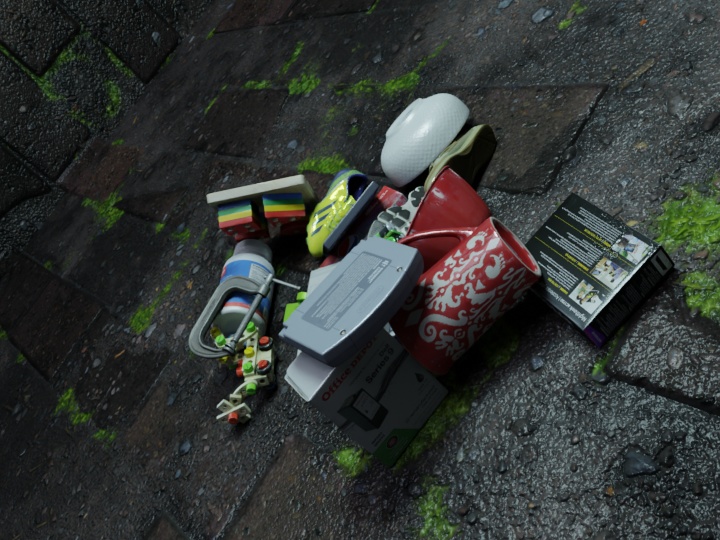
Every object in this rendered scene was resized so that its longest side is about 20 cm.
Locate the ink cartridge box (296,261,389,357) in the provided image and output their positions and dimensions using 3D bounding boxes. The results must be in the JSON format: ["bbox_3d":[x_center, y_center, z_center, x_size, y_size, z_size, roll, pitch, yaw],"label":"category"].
[{"bbox_3d":[-0.025,0.073,1.378,0.159,0.050,0.203,-18,45,29],"label":"ink cartridge box"}]

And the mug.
[{"bbox_3d":[0.133,0.020,1.149,0.200,0.177,0.134,-43,22,20],"label":"mug"}]

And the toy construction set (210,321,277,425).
[{"bbox_3d":[-0.217,0.180,1.500,0.128,0.093,0.203,-12,51,6],"label":"toy construction set"}]

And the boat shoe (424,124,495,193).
[{"bbox_3d":[0.165,-0.186,1.436,0.062,0.074,0.202,1,43,47],"label":"boat shoe"}]

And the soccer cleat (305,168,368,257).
[{"bbox_3d":[-0.046,-0.118,1.634,0.082,0.065,0.203,7,63,35],"label":"soccer cleat"}]

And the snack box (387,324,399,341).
[{"bbox_3d":[0.028,0.102,1.366,0.198,0.024,0.073,-28,39,27],"label":"snack box"}]

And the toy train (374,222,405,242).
[{"bbox_3d":[0.000,0.000,1.308,0.200,0.041,0.057,-45,51,27],"label":"toy train"}]

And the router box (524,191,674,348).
[{"bbox_3d":[0.311,-0.007,1.135,0.149,0.051,0.200,-47,34,4],"label":"router box"}]

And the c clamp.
[{"bbox_3d":[-0.225,0.081,1.500,0.168,0.027,0.202,21,69,33],"label":"c clamp"}]

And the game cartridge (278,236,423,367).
[{"bbox_3d":[-0.007,0.039,1.106,0.200,0.041,0.132,-47,33,-19],"label":"game cartridge"}]

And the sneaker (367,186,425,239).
[{"bbox_3d":[0.081,-0.065,1.388,0.080,0.085,0.199,31,41,21],"label":"sneaker"}]

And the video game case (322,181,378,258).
[{"bbox_3d":[-0.021,-0.089,1.518,0.144,0.019,0.200,-52,-2,-5],"label":"video game case"}]

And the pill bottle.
[{"bbox_3d":[-0.229,0.039,1.637,0.111,0.112,0.203,-26,39,28],"label":"pill bottle"}]

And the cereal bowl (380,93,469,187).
[{"bbox_3d":[0.106,-0.256,1.528,0.200,0.083,0.201,-46,13,14],"label":"cereal bowl"}]

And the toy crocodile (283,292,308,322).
[{"bbox_3d":[-0.070,0.073,1.477,0.198,0.061,0.069,-15,61,46],"label":"toy crocodile"}]

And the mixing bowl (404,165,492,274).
[{"bbox_3d":[0.142,-0.048,1.274,0.107,0.201,0.203,25,71,13],"label":"mixing bowl"}]

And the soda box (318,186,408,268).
[{"bbox_3d":[0.017,-0.053,1.497,0.201,0.063,0.070,-51,32,-5],"label":"soda box"}]

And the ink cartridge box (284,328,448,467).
[{"bbox_3d":[0.010,0.163,1.167,0.147,0.200,0.084,-50,35,-6],"label":"ink cartridge box"}]

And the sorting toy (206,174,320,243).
[{"bbox_3d":[-0.186,-0.114,1.654,0.194,0.200,0.071,-11,79,5],"label":"sorting toy"}]
